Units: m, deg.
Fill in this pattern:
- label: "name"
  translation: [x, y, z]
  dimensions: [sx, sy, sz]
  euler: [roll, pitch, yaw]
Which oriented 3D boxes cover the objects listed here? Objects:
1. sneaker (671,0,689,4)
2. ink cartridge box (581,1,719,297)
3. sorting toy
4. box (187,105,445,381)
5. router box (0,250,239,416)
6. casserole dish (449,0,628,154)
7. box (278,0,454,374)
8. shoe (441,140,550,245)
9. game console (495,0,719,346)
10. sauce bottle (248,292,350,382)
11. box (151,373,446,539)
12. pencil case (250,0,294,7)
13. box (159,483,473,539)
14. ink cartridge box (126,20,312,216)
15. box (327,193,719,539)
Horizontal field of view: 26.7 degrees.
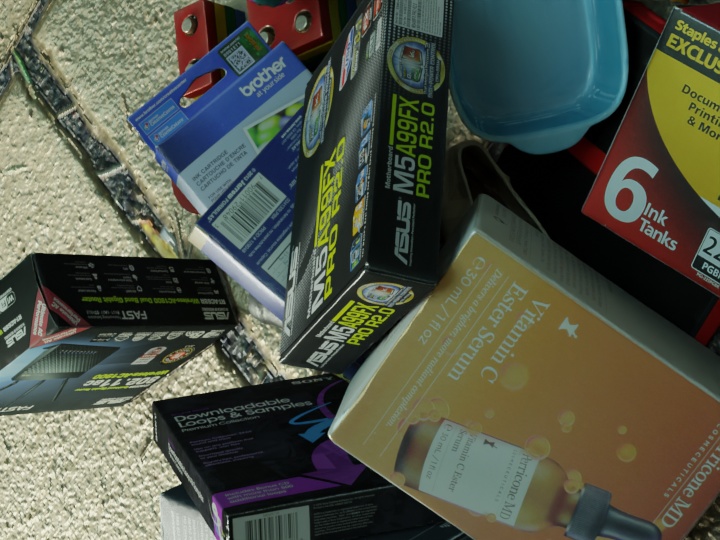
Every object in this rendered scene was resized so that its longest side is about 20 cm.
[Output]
- label: "sneaker"
  translation: [0.209, -0.197, 0.930]
  dimensions: [0.200, 0.078, 0.078]
  euler: [35, 113, 44]
- label: "ink cartridge box"
  translation: [0.249, -0.064, 0.822]
  dimensions: [0.199, 0.084, 0.177]
  euler: [33, 118, 24]
- label: "sorting toy"
  translation: [-0.067, -0.129, 1.146]
  dimensions: [0.199, 0.069, 0.201]
  euler: [-16, 75, 37]
- label: "box"
  translation: [0.000, 0.000, 0.991]
  dimensions: [0.200, 0.121, 0.032]
  euler: [41, 152, 0]
- label: "router box"
  translation: [-0.213, 0.051, 1.158]
  dimensions: [0.149, 0.199, 0.063]
  euler: [-34, 69, 32]
- label: "casserole dish"
  translation: [0.099, -0.173, 0.942]
  dimensions: [0.039, 0.120, 0.202]
  euler: [-149, 48, -75]
- label: "box"
  translation: [0.003, -0.058, 0.906]
  dimensions: [0.160, 0.044, 0.202]
  euler: [135, 144, -61]
- label: "shoe"
  translation: [0.097, 0.009, 0.975]
  dimensions: [0.201, 0.069, 0.053]
  euler: [66, 155, 12]
- label: "game console"
  translation: [0.178, -0.059, 0.966]
  dimensions: [0.200, 0.031, 0.178]
  euler: [45, 118, 35]
- label: "sauce bottle"
  translation: [0.001, 0.049, 1.073]
  dimensions: [0.199, 0.064, 0.065]
  euler: [22, 99, 41]
- label: "box"
  translation: [-0.046, 0.122, 0.990]
  dimensions: [0.200, 0.142, 0.036]
  euler: [-146, 52, -64]
- label: "pencil case"
  translation: [0.007, -0.247, 1.041]
  dimensions: [0.198, 0.093, 0.085]
  euler: [-14, 34, 13]
- label: "box"
  translation: [-0.011, 0.194, 0.994]
  dimensions: [0.199, 0.148, 0.108]
  euler: [11, 111, 40]
- label: "ink cartridge box"
  translation: [-0.055, -0.067, 1.043]
  dimensions: [0.119, 0.042, 0.200]
  euler: [-40, 87, -11]
- label: "box"
  translation: [0.107, 0.079, 0.886]
  dimensions: [0.199, 0.106, 0.153]
  euler: [34, 105, -1]
